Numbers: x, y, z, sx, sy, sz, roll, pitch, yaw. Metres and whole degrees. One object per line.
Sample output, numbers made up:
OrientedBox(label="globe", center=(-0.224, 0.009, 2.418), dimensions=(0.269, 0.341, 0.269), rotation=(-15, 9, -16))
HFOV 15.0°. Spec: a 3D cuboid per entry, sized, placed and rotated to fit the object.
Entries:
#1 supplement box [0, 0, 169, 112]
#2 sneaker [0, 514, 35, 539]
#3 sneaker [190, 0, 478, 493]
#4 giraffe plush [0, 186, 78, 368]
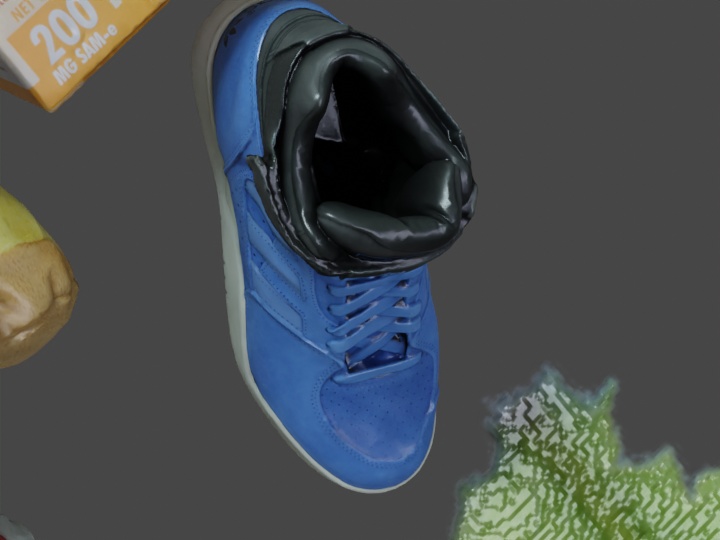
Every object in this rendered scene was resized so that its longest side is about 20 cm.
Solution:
OrientedBox(label="supplement box", center=(-0.131, -0.170, 0.917), dimensions=(0.126, 0.073, 0.200), rotation=(-44, 115, -9))
OrientedBox(label="sneaker", center=(-0.172, 0.179, 0.973), dimensions=(0.077, 0.085, 0.201), rotation=(27, 90, -26))
OrientedBox(label="sneaker", center=(-0.001, 0.000, 0.993), dimensions=(0.076, 0.111, 0.201), rotation=(-18, 109, -19))
OrientedBox(label="giraffe plush", center=(-0.167, -0.077, 0.837), dimensions=(0.172, 0.200, 0.163), rotation=(-16, 138, -55))
